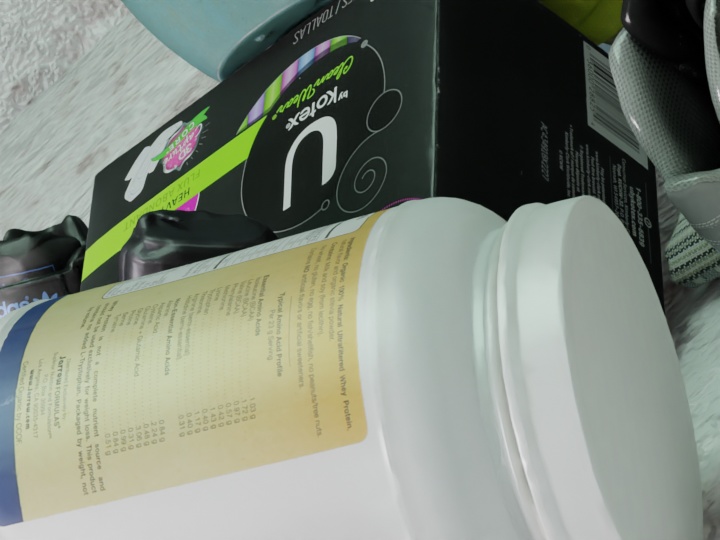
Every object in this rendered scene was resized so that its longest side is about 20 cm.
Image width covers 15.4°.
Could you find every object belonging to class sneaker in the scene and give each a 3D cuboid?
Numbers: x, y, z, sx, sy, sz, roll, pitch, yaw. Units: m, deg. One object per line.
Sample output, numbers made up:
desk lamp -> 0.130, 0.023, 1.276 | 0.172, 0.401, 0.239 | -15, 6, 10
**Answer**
sneaker -> 0.139, -0.089, 0.881 | 0.075, 0.115, 0.201 | -23, 41, 42
sneaker -> -0.136, 0.048, 1.056 | 0.076, 0.112, 0.200 | -11, 22, 17

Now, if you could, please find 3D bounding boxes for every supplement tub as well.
supplement tub -> -0.009, 0.060, 0.801 | 0.199, 0.145, 0.145 | -14, 24, 20

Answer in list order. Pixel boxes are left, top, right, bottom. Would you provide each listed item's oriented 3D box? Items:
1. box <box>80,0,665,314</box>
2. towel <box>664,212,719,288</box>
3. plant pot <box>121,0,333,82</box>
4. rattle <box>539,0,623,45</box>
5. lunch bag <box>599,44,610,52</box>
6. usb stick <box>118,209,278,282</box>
box -> 0.000, 0.000, 0.997 | 0.199, 0.124, 0.149 | -32, 39, 34
towel -> 0.205, -0.093, 0.981 | 0.192, 0.035, 0.200 | -33, 16, 37
plant pot -> -0.030, -0.170, 1.051 | 0.199, 0.162, 0.201 | -24, -9, -4
rattle -> 0.142, -0.184, 1.022 | 0.200, 0.130, 0.143 | -58, 9, 44
lunch bag -> 0.029, -0.106, 1.232 | 0.124, 0.170, 0.200 | -38, 17, 30
usb stick -> -0.058, 0.073, 0.924 | 0.055, 0.201, 0.033 | 1, 26, -6
